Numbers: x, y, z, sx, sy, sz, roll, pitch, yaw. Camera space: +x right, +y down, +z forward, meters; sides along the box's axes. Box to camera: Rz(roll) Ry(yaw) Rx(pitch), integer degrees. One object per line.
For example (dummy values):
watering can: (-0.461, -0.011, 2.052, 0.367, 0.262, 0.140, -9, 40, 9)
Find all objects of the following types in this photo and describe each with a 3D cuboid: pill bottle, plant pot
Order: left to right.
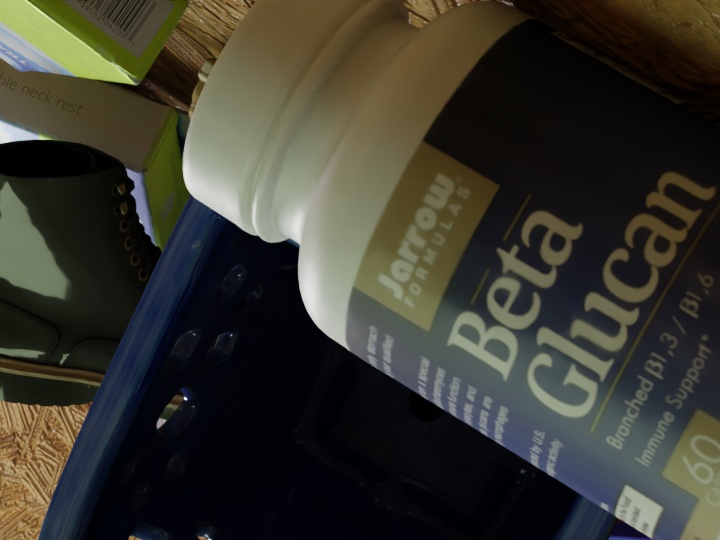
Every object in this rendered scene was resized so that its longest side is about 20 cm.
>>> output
plant pot: (0.013, 0.069, 0.811, 0.199, 0.201, 0.180, 30, -159, 12)
pill bottle: (0.052, -0.008, 0.563, 0.199, 0.112, 0.111, 31, 172, 14)

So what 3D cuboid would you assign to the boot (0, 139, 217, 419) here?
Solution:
boot: (-0.103, 0.000, 0.998, 0.198, 0.139, 0.078, 0, -147, -18)

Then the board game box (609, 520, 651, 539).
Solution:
board game box: (0.202, 0.164, 0.914, 0.199, 0.045, 0.135, -4, 122, 51)

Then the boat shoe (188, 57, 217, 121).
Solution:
boat shoe: (-0.044, -0.037, 0.931, 0.073, 0.070, 0.200, 30, 172, 19)

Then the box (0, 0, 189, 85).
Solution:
box: (-0.161, -0.136, 0.869, 0.122, 0.048, 0.200, 37, 172, -23)

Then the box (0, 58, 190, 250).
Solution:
box: (-0.170, -0.068, 1.071, 0.198, 0.048, 0.122, 21, 156, 11)

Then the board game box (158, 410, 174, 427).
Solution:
board game box: (-0.057, 0.048, 1.103, 0.134, 0.035, 0.201, 1, -147, -17)

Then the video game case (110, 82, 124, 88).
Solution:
video game case: (-0.229, -0.130, 1.193, 0.199, 0.046, 0.181, 35, 172, -18)
